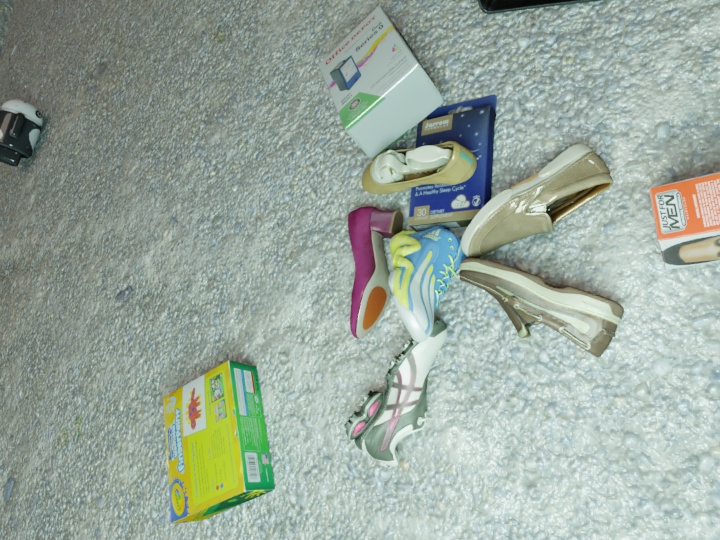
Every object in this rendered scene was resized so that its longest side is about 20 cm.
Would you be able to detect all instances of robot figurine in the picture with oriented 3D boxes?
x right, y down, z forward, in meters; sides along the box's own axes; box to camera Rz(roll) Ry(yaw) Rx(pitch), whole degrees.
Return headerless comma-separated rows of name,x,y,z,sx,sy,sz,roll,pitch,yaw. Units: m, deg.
robot figurine,-1.088,-0.436,1.674,0.147,0.125,0.205,12,80,19

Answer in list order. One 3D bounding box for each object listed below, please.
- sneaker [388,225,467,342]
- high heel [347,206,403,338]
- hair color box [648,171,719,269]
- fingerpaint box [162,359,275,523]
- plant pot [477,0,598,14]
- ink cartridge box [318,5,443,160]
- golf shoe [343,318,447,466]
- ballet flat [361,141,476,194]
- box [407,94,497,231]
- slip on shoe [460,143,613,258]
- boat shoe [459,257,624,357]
sneaker,0.093,0.000,0.690,0.103,0.076,0.202,-23,37,14
high heel,0.000,0.000,0.795,0.094,0.067,0.204,5,67,37
hair color box,0.396,-0.059,0.510,0.196,0.101,0.063,-11,67,33
fingerpaint box,-0.233,0.276,0.854,0.165,0.073,0.204,-30,59,22
plant pot,0.254,-0.507,0.717,0.196,0.200,0.181,12,70,37
ink cartridge box,0.026,-0.304,0.849,0.144,0.087,0.203,-35,47,19
golf shoe,0.064,0.158,0.700,0.087,0.077,0.202,36,93,11
ballet flat,0.069,-0.154,0.758,0.196,0.063,0.070,-2,72,38
box,0.135,-0.163,0.774,0.119,0.032,0.205,-4,71,34
slip on shoe,0.217,-0.072,0.659,0.198,0.076,0.061,-35,57,9
boat shoe,0.199,0.044,0.632,0.200,0.074,0.077,21,92,38
